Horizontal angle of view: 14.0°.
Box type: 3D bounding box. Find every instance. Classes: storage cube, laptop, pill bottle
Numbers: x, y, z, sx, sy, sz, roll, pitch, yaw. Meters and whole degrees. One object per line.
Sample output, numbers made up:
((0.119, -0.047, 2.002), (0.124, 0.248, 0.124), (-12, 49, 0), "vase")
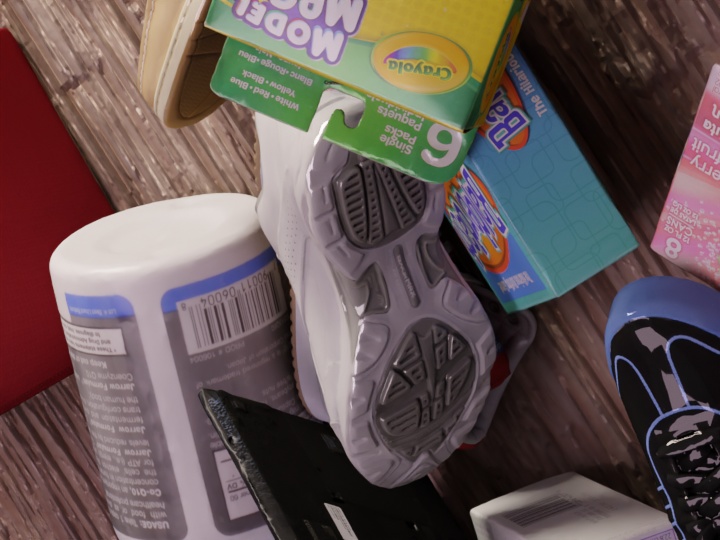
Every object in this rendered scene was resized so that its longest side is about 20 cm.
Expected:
((-0.240, 0.006, 1.488), (0.171, 0.180, 0.201), (-30, 91, 43), "storage cube")
((0.011, 0.165, 1.341), (0.104, 0.199, 0.177), (-57, 36, 19), "laptop")
((-0.076, 0.073, 1.433), (0.113, 0.114, 0.201), (2, 112, 38), "pill bottle")

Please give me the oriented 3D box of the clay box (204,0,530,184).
((0.019, -0.143, 1.149), (0.114, 0.048, 0.201), (22, 99, 9), "clay box")

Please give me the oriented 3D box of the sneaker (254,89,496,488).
((0.000, 0.000, 1.284), (0.099, 0.078, 0.201), (39, 145, 52), "sneaker")

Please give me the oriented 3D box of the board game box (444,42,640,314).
((0.038, -0.079, 1.256), (0.201, 0.045, 0.152), (58, 174, 1), "board game box")

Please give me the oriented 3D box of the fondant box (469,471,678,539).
((0.119, 0.200, 1.300), (0.144, 0.058, 0.201), (-164, 55, -76), "fondant box")

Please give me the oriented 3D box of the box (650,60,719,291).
((0.229, -0.013, 1.153), (0.200, 0.103, 0.095), (32, 128, 22), "box")

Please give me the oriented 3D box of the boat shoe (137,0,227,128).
((-0.068, -0.163, 1.344), (0.069, 0.074, 0.201), (34, 119, 25), "boat shoe")

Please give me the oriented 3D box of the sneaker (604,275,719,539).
((0.157, 0.096, 1.173), (0.070, 0.078, 0.200), (-25, 110, 34), "sneaker")

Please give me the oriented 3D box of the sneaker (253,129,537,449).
((0.018, -0.008, 1.346), (0.112, 0.071, 0.201), (16, 128, 37), "sneaker")
